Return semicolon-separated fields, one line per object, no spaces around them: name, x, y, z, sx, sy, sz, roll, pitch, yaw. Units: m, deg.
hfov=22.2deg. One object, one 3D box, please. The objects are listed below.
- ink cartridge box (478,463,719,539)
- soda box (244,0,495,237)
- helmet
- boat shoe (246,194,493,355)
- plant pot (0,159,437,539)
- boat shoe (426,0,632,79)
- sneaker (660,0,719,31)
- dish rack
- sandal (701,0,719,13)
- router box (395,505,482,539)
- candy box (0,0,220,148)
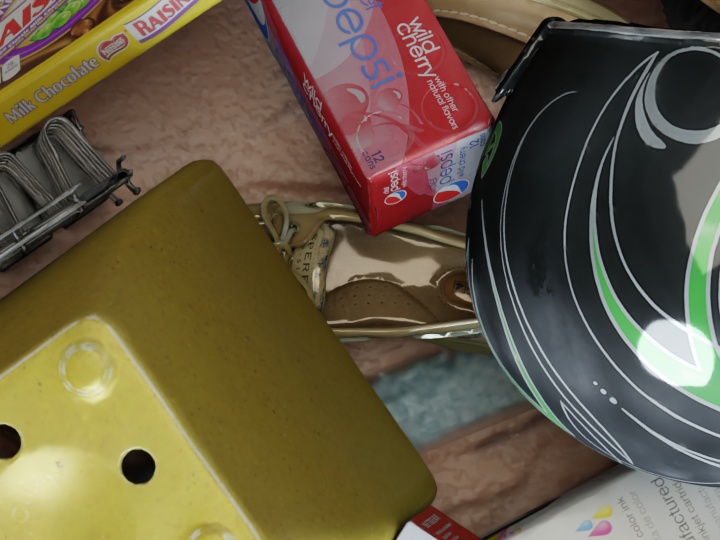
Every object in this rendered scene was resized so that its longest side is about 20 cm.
ink cartridge box;0.101;0.183;0.852;0.200;0.086;0.148;-27;84;-10
soda box;-0.009;-0.121;0.882;0.070;0.063;0.200;-24;67;-9
helmet;0.144;-0.005;0.781;0.200;0.200;0.191;5;97;-4
boat shoe;0.000;0.000;0.886;0.200;0.063;0.073;3;80;-4
plant pot;-0.100;0.085;0.764;0.195;0.200;0.194;-35;91;5
boat shoe;0.112;-0.089;0.907;0.200;0.071;0.065;21;78;-2
sneaker;0.190;-0.175;0.906;0.082;0.070;0.200;12;58;-25
dish rack;-0.171;-0.014;0.809;0.153;0.200;0.055;-37;97;-10
sandal;0.128;-0.163;0.852;0.070;0.212;0.078;8;108;-31
router box;0.046;0.232;0.766;0.179;0.049;0.200;33;98;11
candy box;-0.117;-0.130;0.850;0.200;0.102;0.026;-31;126;15
